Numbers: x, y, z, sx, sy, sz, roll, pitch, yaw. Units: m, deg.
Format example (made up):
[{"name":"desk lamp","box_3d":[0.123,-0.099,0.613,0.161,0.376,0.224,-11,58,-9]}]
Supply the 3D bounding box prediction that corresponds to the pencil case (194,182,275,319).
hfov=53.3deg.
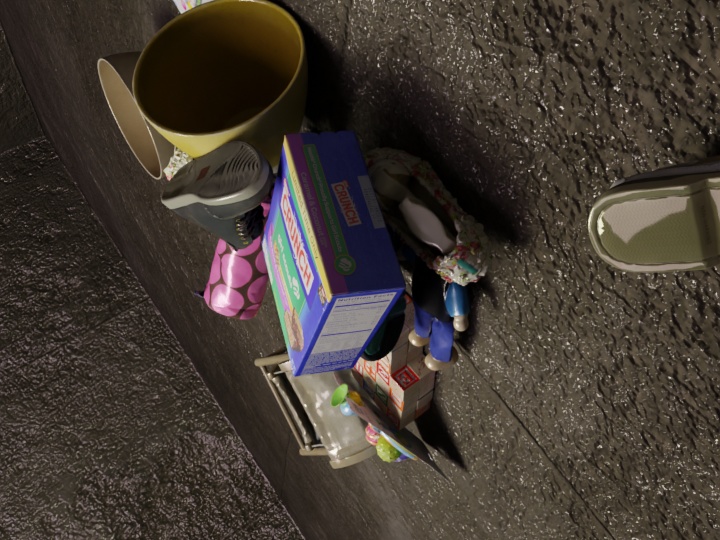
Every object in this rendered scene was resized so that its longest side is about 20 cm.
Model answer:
[{"name":"pencil case","box_3d":[-0.157,-0.035,0.962,0.094,0.090,0.201,-112,38,-50]}]

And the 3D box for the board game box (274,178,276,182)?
[{"name":"board game box","box_3d":[-0.102,-0.053,1.090,0.200,0.046,0.153,31,144,50]}]

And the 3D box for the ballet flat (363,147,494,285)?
[{"name":"ballet flat","box_3d":[0.050,-0.065,0.688,0.200,0.076,0.064,45,-165,35]}]

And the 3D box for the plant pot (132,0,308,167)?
[{"name":"plant pot","box_3d":[-0.145,-0.195,0.848,0.200,0.199,0.142,47,169,28]}]

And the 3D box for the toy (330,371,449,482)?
[{"name":"toy","box_3d":[0.031,0.236,1.032,0.200,0.047,0.115,44,-178,-23]}]

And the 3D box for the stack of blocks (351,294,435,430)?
[{"name":"stack of blocks","box_3d":[0.044,0.115,0.971,0.115,0.058,0.201,46,154,30]}]

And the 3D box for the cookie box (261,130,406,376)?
[{"name":"cookie box","box_3d":[-0.038,-0.010,0.718,0.200,0.074,0.173,117,141,-58]}]

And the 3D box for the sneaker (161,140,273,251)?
[{"name":"sneaker","box_3d":[-0.125,-0.075,0.770,0.106,0.075,0.199,37,161,-32]}]

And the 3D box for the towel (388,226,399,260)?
[{"name":"towel","box_3d":[-0.027,-0.067,0.884,0.199,0.024,0.146,26,131,39]}]

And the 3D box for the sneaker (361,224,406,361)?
[{"name":"sneaker","box_3d":[0.000,0.000,0.828,0.087,0.074,0.202,12,109,61]}]

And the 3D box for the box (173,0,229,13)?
[{"name":"box","box_3d":[-0.215,-0.390,0.928,0.201,0.041,0.156,60,158,2]}]

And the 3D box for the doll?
[{"name":"doll","box_3d":[0.081,0.021,0.790,0.137,0.048,0.201,55,159,36]}]

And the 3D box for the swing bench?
[{"name":"swing bench","box_3d":[-0.059,0.214,1.220,0.200,0.129,0.200,64,157,-8]}]

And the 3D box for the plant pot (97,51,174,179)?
[{"name":"plant pot","box_3d":[-0.313,-0.267,1.161,0.200,0.134,0.201,47,154,31]}]

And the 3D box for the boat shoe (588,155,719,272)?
[{"name":"boat shoe","box_3d":[0.229,-0.036,0.383,0.199,0.068,0.075,7,122,38]}]

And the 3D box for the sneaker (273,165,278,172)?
[{"name":"sneaker","box_3d":[-0.175,-0.208,1.007,0.200,0.086,0.075,52,158,22]}]

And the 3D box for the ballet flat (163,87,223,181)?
[{"name":"ballet flat","box_3d":[-0.203,-0.195,0.946,0.063,0.202,0.076,18,168,29]}]
